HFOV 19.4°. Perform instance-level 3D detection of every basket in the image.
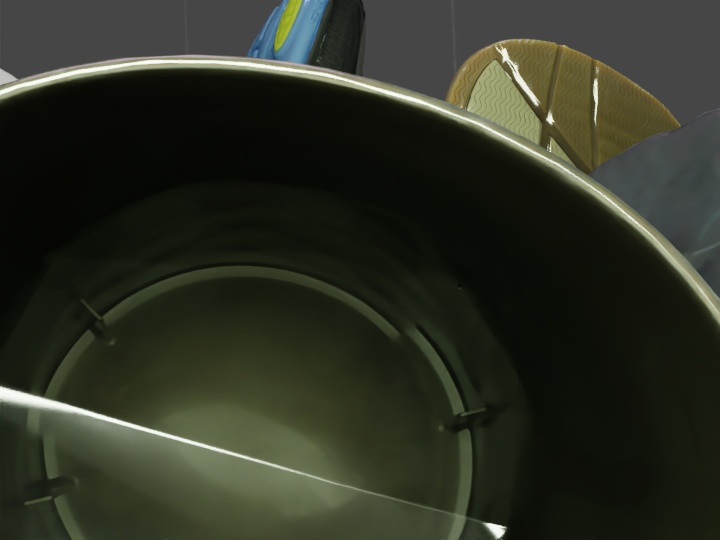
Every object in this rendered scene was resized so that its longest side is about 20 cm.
[{"bbox_3d":[-0.020,0.041,0.451,0.180,0.136,0.200,15,-5,-3],"label":"basket"}]

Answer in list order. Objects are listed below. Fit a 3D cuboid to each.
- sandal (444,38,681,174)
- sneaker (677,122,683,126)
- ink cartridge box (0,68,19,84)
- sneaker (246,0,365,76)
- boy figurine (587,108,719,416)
[{"bbox_3d":[0.104,-0.008,0.745,0.200,0.080,0.054,29,-12,-24],"label":"sandal"},{"bbox_3d":[0.091,0.019,0.802,0.075,0.200,0.106,42,-19,-15],"label":"sneaker"},{"bbox_3d":[-0.102,0.007,0.827,0.200,0.067,0.116,31,27,-2],"label":"ink cartridge box"},{"bbox_3d":[0.000,0.000,0.717,0.083,0.200,0.071,-10,5,-13],"label":"sneaker"},{"bbox_3d":[0.115,0.047,0.512,0.064,0.124,0.200,-29,-40,14],"label":"boy figurine"}]
